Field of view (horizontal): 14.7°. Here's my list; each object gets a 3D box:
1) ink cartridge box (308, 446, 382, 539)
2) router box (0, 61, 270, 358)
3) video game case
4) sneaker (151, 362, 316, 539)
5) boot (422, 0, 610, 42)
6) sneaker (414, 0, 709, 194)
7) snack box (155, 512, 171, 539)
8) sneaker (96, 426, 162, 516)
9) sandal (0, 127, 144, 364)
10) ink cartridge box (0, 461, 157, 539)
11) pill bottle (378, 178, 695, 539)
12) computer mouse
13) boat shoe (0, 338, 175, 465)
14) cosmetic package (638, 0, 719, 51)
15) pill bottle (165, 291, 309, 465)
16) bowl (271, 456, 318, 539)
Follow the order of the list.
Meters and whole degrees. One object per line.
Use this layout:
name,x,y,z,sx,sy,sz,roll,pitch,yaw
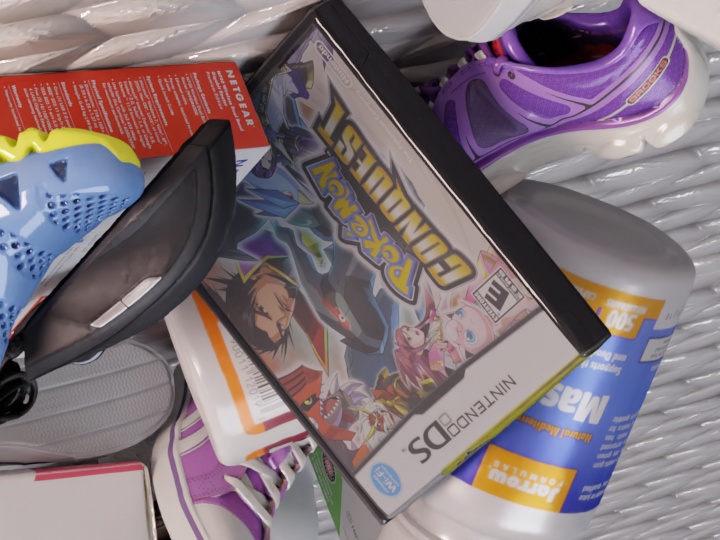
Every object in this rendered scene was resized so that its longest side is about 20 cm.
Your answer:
ink cartridge box,0.048,0.121,1.742,0.084,0.146,0.200,-12,158,-23
router box,-0.167,-0.019,1.288,0.179,0.049,0.200,-7,155,-38
video game case,0.000,0.000,1.306,0.025,0.200,0.181,-34,173,-44
sneaker,-0.050,0.089,1.528,0.114,0.201,0.073,-25,124,17
boot,0.107,-0.166,1.197,0.095,0.074,0.200,-18,169,-32
sneaker,0.066,-0.091,1.336,0.200,0.081,0.083,-17,131,23
snack box,-0.131,0.187,1.543,0.072,0.024,0.200,-24,-165,6
sneaker,-0.125,0.140,1.707,0.115,0.075,0.200,-3,149,-39
sandal,-0.168,0.012,1.167,0.200,0.087,0.079,-33,156,21
ink cartridge box,-0.228,0.153,1.511,0.146,0.083,0.200,-3,176,-43
pill bottle,0.080,0.066,1.387,0.112,0.112,0.200,1,116,-49
computer mouse,-0.111,0.013,1.237,0.200,0.046,0.140,-47,-175,9
boat shoe,-0.197,0.072,1.488,0.200,0.072,0.062,-6,179,-31
cosmetic package,0.259,-0.128,1.173,0.165,0.200,0.165,16,103,-60
pill bottle,0.001,0.017,1.469,0.199,0.114,0.114,-20,160,-6
bowl,-0.108,0.200,1.863,0.201,0.091,0.201,-20,159,-8
